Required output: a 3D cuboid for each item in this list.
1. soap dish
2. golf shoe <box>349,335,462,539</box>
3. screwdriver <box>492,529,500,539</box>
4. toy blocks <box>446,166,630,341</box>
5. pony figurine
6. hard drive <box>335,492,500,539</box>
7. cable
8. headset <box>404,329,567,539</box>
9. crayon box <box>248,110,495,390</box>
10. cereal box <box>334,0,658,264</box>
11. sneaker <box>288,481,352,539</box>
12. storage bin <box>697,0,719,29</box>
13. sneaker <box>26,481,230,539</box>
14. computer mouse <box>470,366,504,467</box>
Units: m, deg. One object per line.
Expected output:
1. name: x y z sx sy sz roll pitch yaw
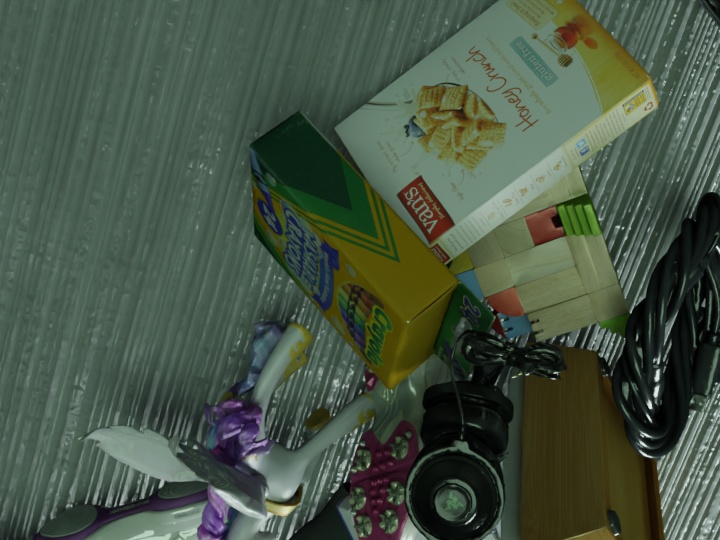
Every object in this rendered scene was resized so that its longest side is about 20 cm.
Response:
1. soap dish: 0.174 0.170 0.721 0.080 0.201 0.158 -21 122 26
2. golf shoe: 0.046 0.128 0.746 0.091 0.075 0.203 21 69 -38
3. screwdriver: 0.116 0.237 0.809 0.029 0.028 0.203 -20 103 -3
4. toy blocks: 0.120 -0.021 0.745 0.135 0.100 0.202 -20 106 15
5. pony figurine: -0.090 0.142 0.731 0.193 0.165 0.201 47 64 -32
6. hard drive: 0.071 0.244 0.807 0.131 0.025 0.202 -34 108 -31
7. cable: 0.242 0.039 0.731 0.050 0.162 0.203 19 108 38
8. headset: 0.081 0.125 0.639 0.092 0.124 0.202 7 126 9
9. crayon box: 0.000 0.000 0.673 0.051 0.126 0.200 -36 71 -20
10. cereal box: 0.092 -0.111 0.689 0.199 0.145 0.040 -37 144 7
11. sneaker: 0.029 0.279 0.824 0.199 0.075 0.107 38 100 -11
12. storage bin: 0.298 -0.219 0.663 0.094 0.135 0.200 -43 103 9
13. sneaker: -0.196 0.244 0.804 0.197 0.075 0.101 -14 105 2
14. computer mouse: 0.126 0.158 0.791 0.043 0.110 0.202 -16 116 23
